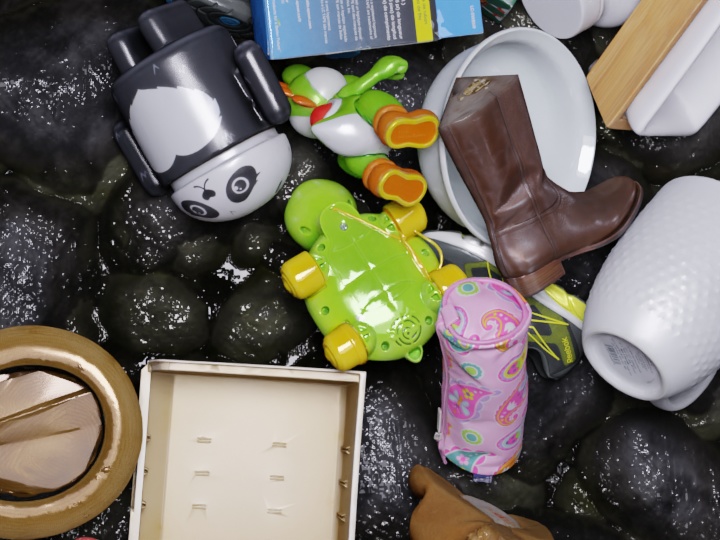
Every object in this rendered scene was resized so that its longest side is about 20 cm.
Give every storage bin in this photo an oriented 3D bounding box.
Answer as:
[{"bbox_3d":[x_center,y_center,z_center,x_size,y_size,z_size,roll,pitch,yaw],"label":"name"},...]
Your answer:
[{"bbox_3d":[-0.105,0.185,1.599,0.198,0.094,0.200,4,85,-7],"label":"storage bin"}]

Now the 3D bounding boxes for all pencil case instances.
[{"bbox_3d":[0.107,0.099,1.586,0.087,0.200,0.088,-1,47,1],"label":"pencil case"}]

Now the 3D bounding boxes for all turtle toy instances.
[{"bbox_3d":[0.000,0.000,1.611,0.146,0.101,0.200,-29,77,-11],"label":"turtle toy"}]

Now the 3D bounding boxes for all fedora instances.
[{"bbox_3d":[-0.294,0.144,1.585,0.200,0.082,0.201,1,85,-6],"label":"fedora"}]

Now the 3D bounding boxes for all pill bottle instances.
[{"bbox_3d":[0.244,-0.291,1.642,0.200,0.111,0.111,-32,90,-27],"label":"pill bottle"}]

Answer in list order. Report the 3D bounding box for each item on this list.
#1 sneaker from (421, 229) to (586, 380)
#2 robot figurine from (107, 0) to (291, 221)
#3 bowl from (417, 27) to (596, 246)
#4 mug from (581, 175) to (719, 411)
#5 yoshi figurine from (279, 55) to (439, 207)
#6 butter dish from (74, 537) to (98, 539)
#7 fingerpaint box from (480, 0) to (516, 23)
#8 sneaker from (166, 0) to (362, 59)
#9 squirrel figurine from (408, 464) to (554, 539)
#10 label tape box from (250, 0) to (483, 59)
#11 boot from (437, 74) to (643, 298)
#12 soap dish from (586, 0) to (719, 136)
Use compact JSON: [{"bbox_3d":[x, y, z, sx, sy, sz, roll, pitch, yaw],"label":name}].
[{"bbox_3d":[0.127,0.031,1.648,0.200,0.074,0.085,29,83,-4],"label":"sneaker"},{"bbox_3d":[-0.146,-0.140,1.602,0.125,0.150,0.200,-30,93,-19],"label":"robot figurine"},{"bbox_3d":[0.117,-0.122,1.633,0.201,0.090,0.202,-7,101,-41],"label":"bowl"},{"bbox_3d":[0.291,0.044,1.625,0.147,0.200,0.175,22,57,36],"label":"mug"},{"bbox_3d":[0.003,-0.135,1.603,0.112,0.200,0.112,-40,132,-11],"label":"yoshi figurine"},{"bbox_3d":[-0.258,0.301,1.545,0.199,0.200,0.148,28,59,-3],"label":"butter dish"},{"bbox_3d":[0.116,-0.366,1.679,0.167,0.073,0.200,32,82,-3],"label":"fingerpaint box"},{"bbox_3d":[-0.088,-0.257,1.653,0.200,0.073,0.082,13,81,-16],"label":"sneaker"},{"bbox_3d":[0.081,0.301,1.564,0.141,0.200,0.187,26,96,-14],"label":"squirrel figurine"},{"bbox_3d":[0.000,-0.270,1.600,0.200,0.063,0.145,-8,97,-14],"label":"label tape box"},{"bbox_3d":[0.160,-0.104,1.579,0.186,0.064,0.200,-40,116,-32],"label":"boot"},{"bbox_3d":[0.304,-0.216,1.622,0.081,0.157,0.200,46,116,23],"label":"soap dish"}]
